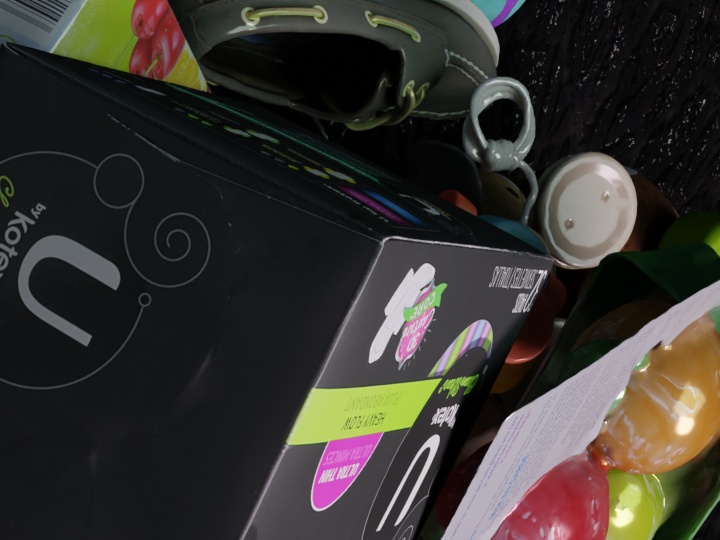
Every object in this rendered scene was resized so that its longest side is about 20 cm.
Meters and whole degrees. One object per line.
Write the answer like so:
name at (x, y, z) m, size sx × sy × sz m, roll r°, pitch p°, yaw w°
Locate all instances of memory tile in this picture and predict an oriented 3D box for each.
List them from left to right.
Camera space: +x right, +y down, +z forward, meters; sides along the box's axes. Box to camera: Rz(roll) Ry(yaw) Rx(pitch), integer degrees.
memory tile at (0.057, 0.058, 0.852) m, size 0.200 × 0.017 × 0.153 m, roll -36°, pitch 113°, yaw -18°

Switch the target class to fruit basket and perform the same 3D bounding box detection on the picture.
fruit basket at (0.075, 0.070, 0.754) m, size 0.200 × 0.094 × 0.185 m, roll -23°, pitch 149°, yaw -40°

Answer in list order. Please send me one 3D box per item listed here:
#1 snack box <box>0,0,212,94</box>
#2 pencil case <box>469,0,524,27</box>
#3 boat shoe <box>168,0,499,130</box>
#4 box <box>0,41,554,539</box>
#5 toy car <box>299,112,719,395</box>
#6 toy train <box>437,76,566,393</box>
snack box at (-0.125, -0.002, 0.625) m, size 0.200 × 0.053 × 0.142 m, roll -58°, pitch 161°, yaw -14°
pencil case at (0.026, -0.168, 0.823) m, size 0.200 × 0.092 × 0.085 m, roll 56°, pitch 22°, yaw -71°
boat shoe at (-0.008, -0.089, 0.821) m, size 0.202 × 0.072 × 0.060 m, roll 17°, pitch 55°, yaw -50°
box at (-0.045, 0.031, 0.608) m, size 0.149 × 0.124 × 0.200 m, roll -64°, pitch 164°, yaw 7°
toy car at (0.058, -0.016, 0.934) m, size 0.200 × 0.164 × 0.158 m, roll 43°, pitch 71°, yaw -39°
toy train at (0.000, 0.000, 0.770) m, size 0.200 × 0.056 × 0.150 m, roll -16°, pitch 107°, yaw -24°
